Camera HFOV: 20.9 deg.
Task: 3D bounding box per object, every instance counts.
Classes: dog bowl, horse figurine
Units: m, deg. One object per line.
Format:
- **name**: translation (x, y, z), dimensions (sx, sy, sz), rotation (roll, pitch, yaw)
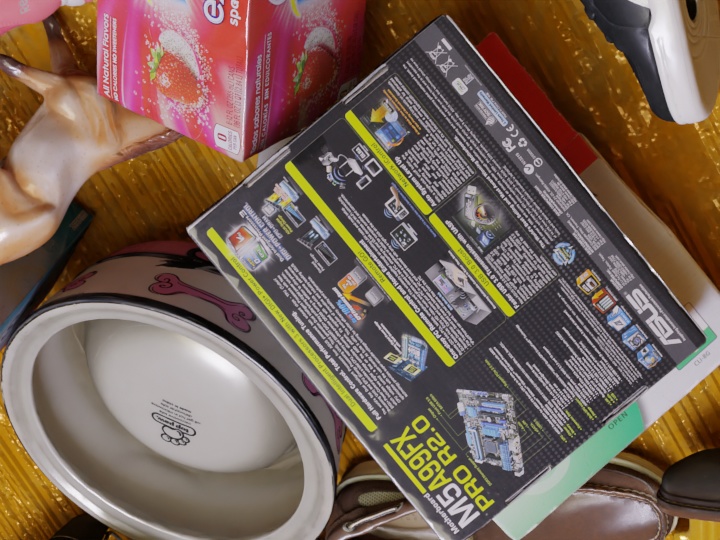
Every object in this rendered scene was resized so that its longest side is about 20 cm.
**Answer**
- **dog bowl**: translation (-0.094, 0.069, 1.076), dimensions (0.199, 0.074, 0.201), rotation (14, 135, 14)
- **horse figurine**: translation (-0.180, -0.065, 1.011), dimensions (0.132, 0.200, 0.050), rotation (40, 164, -5)

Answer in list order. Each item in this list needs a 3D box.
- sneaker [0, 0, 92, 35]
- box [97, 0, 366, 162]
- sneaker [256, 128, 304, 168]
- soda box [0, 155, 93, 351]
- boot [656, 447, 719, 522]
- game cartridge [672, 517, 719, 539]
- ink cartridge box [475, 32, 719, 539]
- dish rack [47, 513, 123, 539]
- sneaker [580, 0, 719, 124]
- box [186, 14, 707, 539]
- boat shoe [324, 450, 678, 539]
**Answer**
- **sneaker**: translation (-0.202, -0.154, 0.946), dimensions (0.200, 0.087, 0.074), rotation (25, 145, 56)
- **box**: translation (-0.059, -0.167, 0.917), dimensions (0.099, 0.095, 0.201), rotation (25, 127, 29)
- **sneaker**: translation (0.000, 0.000, 1.028), dimensions (0.115, 0.074, 0.201), rotation (2, 110, 21)
- **soda box**: translation (-0.218, 0.022, 1.034), dimensions (0.063, 0.200, 0.068), rotation (34, 125, -3)
- **boot**: translation (0.239, 0.066, 0.987), dimensions (0.199, 0.075, 0.097), rotation (-13, 102, 17)
- **game cartridge**: translation (0.272, 0.208, 1.072), dimensions (0.199, 0.032, 0.177), rotation (3, 120, 17)
- **ink cartridge box**: translation (0.073, 0.011, 0.962), dimensions (0.161, 0.050, 0.200), rotation (-41, 112, 3)
- **dish rack**: translation (-0.149, 0.253, 1.233), dimensions (0.200, 0.055, 0.153), rotation (42, 124, -8)
- **sneaker**: translation (0.093, -0.158, 0.904), dimensions (0.111, 0.073, 0.201), rotation (-9, 107, 27)
- **box**: translation (0.040, 0.005, 0.927), dimensions (0.160, 0.044, 0.200), rotation (-40, 94, 3)
- **boat shoe**: translation (0.075, 0.147, 1.079), dimensions (0.201, 0.075, 0.075), rotation (-7, 116, 23)
